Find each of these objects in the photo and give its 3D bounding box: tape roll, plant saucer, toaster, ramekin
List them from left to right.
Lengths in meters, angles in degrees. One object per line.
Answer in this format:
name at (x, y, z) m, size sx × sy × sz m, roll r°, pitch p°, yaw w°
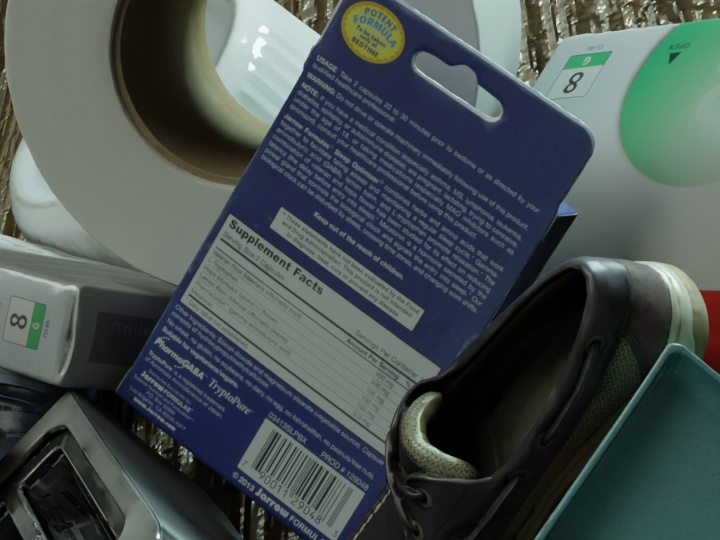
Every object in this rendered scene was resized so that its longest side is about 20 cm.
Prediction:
toaster at (-0.118, 0.167, 0.823) m, size 0.181 × 0.119 × 0.200 m, roll -46°, pitch 30°, yaw -1°
ramekin at (-0.094, -0.062, 1.104) m, size 0.202 × 0.094 × 0.203 m, roll -31°, pitch 32°, yaw 23°
tape roll at (-0.037, -0.099, 0.921) m, size 0.202 × 0.203 × 0.139 m, roll -36°, pitch 2°, yaw 15°
plant saucer at (0.073, 0.122, 0.702) m, size 0.200 × 0.070 × 0.019 m, roll -53°, pitch 6°, yaw -14°

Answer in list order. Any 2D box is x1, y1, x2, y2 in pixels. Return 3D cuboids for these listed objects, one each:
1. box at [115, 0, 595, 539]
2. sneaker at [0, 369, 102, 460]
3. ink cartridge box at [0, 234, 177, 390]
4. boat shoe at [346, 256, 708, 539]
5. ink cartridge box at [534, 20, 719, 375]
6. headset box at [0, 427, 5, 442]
box at (0.000, 0.000, 0.832) m, size 0.200 × 0.121 × 0.032 m, roll -59°, pitch -18°, yaw 17°
sneaker at (-0.213, 0.077, 1.080) m, size 0.202 × 0.077 × 0.147 m, roll -4°, pitch 59°, yaw 36°
ink cartridge box at (-0.157, 0.013, 0.962) m, size 0.200 × 0.161 × 0.050 m, roll 12°, pitch 91°, yaw 31°
boat shoe at (0.040, 0.067, 0.771) m, size 0.200 × 0.065 × 0.072 m, roll -48°, pitch 41°, yaw 24°
ink cartridge box at (0.101, -0.012, 0.834) m, size 0.161 × 0.050 × 0.200 m, roll 0°, pitch 50°, yaw 52°
headset box at (-0.237, 0.056, 0.887) m, size 0.075 × 0.149 × 0.200 m, roll -52°, pitch 8°, yaw -20°
